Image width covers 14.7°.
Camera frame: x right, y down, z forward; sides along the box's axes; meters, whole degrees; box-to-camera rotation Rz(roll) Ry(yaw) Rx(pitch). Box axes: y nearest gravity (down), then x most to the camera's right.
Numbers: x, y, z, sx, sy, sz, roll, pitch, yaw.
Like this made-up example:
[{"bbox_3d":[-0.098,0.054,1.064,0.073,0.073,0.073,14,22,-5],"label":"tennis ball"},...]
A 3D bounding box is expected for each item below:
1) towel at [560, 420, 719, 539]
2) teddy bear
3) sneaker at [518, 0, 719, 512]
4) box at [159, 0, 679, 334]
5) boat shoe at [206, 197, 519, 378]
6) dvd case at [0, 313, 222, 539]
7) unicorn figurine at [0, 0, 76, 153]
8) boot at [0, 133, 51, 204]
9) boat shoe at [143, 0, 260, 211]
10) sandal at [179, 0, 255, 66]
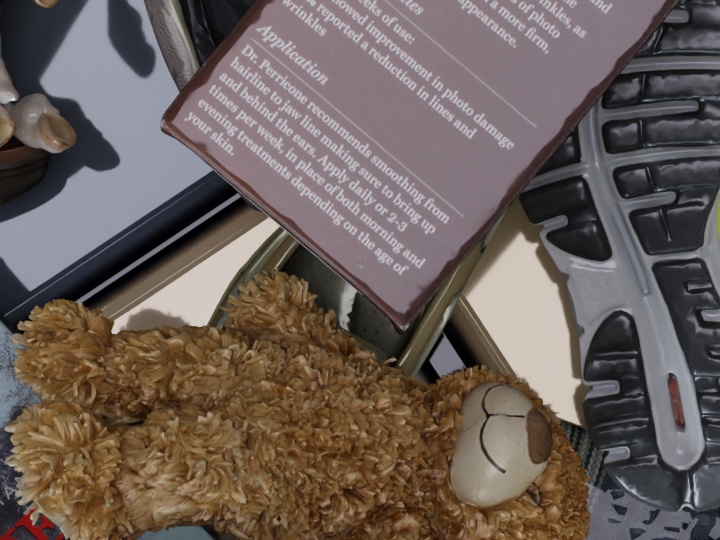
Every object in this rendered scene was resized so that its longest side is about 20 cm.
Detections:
[{"bbox_3d":[0.086,0.165,0.977,0.192,0.035,0.201,21,88,0],"label":"towel"},{"bbox_3d":[-0.017,0.054,0.882,0.199,0.145,0.067,20,118,0],"label":"teddy bear"},{"bbox_3d":[0.097,-0.025,0.939,0.078,0.090,0.201,-3,105,14],"label":"sneaker"},{"bbox_3d":[0.039,-0.090,0.850,0.100,0.075,0.200,40,93,-1],"label":"box"},{"bbox_3d":[0.002,0.001,0.965,0.073,0.063,0.201,41,91,3],"label":"boat shoe"},{"bbox_3d":[-0.131,0.111,0.967,0.146,0.022,0.200,-42,100,1],"label":"dvd case"},{"bbox_3d":[-0.141,-0.106,0.950,0.200,0.074,0.137,-49,61,20],"label":"unicorn figurine"},{"bbox_3d":[-0.198,0.006,0.987,0.199,0.075,0.097,-14,113,-7],"label":"boot"},{"bbox_3d":[-0.043,-0.122,0.966,0.073,0.074,0.201,-16,89,3],"label":"boat shoe"},{"bbox_3d":[-0.027,-0.097,0.912,0.075,0.048,0.201,-30,88,-14],"label":"sandal"}]
